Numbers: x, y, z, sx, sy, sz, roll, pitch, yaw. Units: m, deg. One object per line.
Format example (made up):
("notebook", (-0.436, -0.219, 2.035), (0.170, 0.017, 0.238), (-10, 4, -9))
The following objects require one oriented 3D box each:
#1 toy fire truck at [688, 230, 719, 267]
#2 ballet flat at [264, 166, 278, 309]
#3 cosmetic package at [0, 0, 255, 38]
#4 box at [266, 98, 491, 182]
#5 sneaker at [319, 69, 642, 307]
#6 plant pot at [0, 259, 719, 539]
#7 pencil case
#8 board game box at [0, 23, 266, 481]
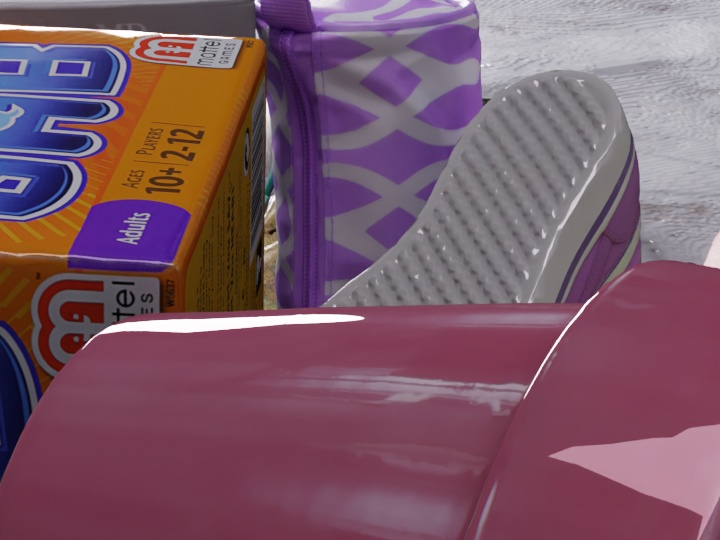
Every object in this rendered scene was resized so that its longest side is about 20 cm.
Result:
("toy fire truck", (0.174, -0.006, 1.124), (0.168, 0.112, 0.200), (-30, 13, 26))
("ballet flat", (-0.016, -0.020, 1.165), (0.070, 0.071, 0.200), (9, 50, 19))
("cosmetic package", (-0.089, -0.008, 1.010), (0.106, 0.201, 0.090), (-5, 21, -9))
("box", (0.004, -0.029, 1.288), (0.192, 0.048, 0.200), (2, 22, 6))
("sneaker", (0.039, 0.041, 0.942), (0.072, 0.115, 0.201), (18, 51, 31))
("plant pot", (0.016, 0.088, 0.682), (0.178, 0.201, 0.200), (10, 23, 23))
("pencil case", (0.000, 0.000, 1.013), (0.085, 0.201, 0.084), (-9, 12, -41))
("board game box", (-0.137, 0.050, 0.862), (0.199, 0.201, 0.200), (3, 21, 3))
